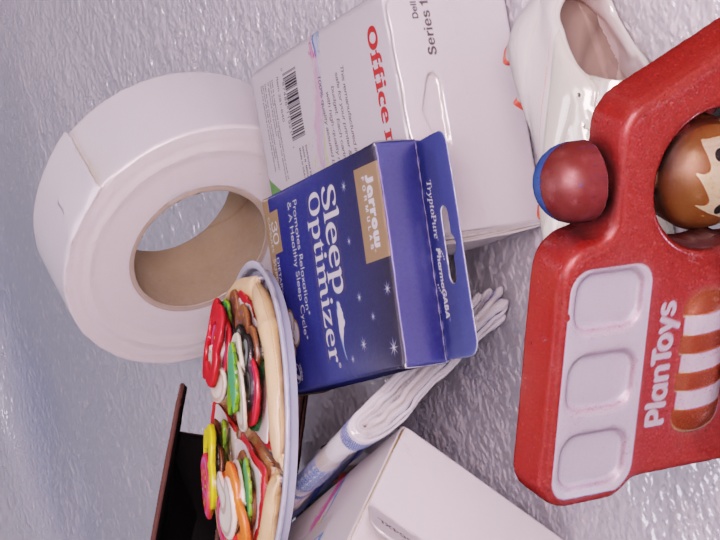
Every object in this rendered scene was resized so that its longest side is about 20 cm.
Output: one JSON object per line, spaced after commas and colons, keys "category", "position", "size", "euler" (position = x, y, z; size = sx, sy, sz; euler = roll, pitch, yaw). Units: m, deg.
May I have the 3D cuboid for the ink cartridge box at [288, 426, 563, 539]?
{"category": "ink cartridge box", "position": [0.020, 0.200, 1.041], "size": [0.200, 0.128, 0.126], "euler": [-46, 13, 49]}

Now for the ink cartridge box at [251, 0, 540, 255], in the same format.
{"category": "ink cartridge box", "position": [0.018, -0.076, 1.075], "size": [0.200, 0.083, 0.147], "euler": [-18, 82, 63]}

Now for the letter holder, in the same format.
{"category": "letter holder", "position": [-0.094, 0.166, 1.239], "size": [0.143, 0.099, 0.202], "euler": [101, 176, -50]}

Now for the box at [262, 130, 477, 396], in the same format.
{"category": "box", "position": [0.000, 0.000, 0.997], "size": [0.200, 0.032, 0.123], "euler": [-20, 77, 63]}

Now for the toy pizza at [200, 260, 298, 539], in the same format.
{"category": "toy pizza", "position": [-0.075, 0.095, 1.092], "size": [0.200, 0.031, 0.203], "euler": [-179, 90, -74]}

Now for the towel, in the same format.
{"category": "towel", "position": [0.008, 0.094, 1.095], "size": [0.024, 0.147, 0.200], "euler": [45, 145, 5]}

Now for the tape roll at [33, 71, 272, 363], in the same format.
{"category": "tape roll", "position": [-0.124, -0.035, 1.239], "size": [0.071, 0.200, 0.204], "euler": [54, 142, 42]}

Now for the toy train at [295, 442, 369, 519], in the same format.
{"category": "toy train", "position": [-0.013, 0.218, 1.231], "size": [0.114, 0.084, 0.202], "euler": [-129, 39, -60]}

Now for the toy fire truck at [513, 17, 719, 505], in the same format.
{"category": "toy fire truck", "position": [0.145, -0.005, 0.752], "size": [0.112, 0.166, 0.202], "euler": [36, 129, 54]}

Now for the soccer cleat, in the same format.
{"category": "soccer cleat", "position": [0.123, -0.056, 0.897], "size": [0.078, 0.069, 0.202], "euler": [-45, 55, 54]}
